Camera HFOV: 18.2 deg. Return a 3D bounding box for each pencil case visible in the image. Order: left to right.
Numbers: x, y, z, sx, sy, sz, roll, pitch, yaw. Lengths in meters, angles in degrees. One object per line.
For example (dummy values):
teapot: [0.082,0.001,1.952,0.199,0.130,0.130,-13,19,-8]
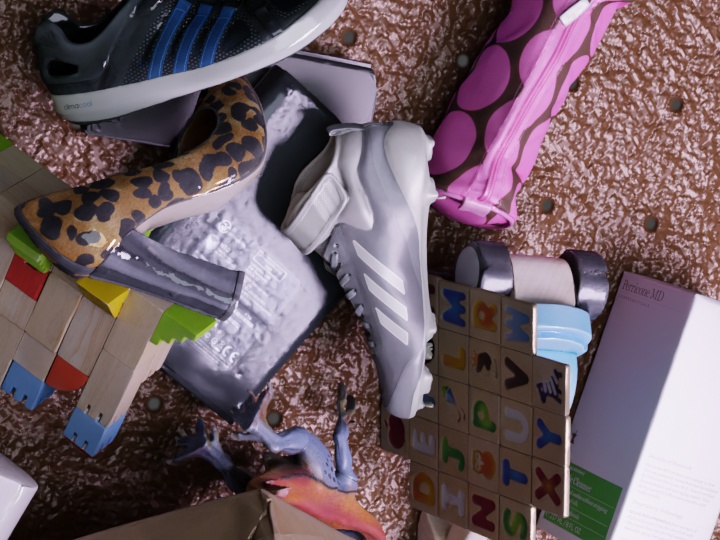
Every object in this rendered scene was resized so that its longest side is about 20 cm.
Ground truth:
pencil case: [0.110,-0.123,1.527,0.091,0.094,0.200,27,89,-25]

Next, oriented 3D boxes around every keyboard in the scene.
keyboard: [-0.088,-0.090,1.484,0.199,0.021,0.127,8,99,-23]

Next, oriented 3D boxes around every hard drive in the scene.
hard drive: [-0.070,-0.016,1.482,0.140,0.033,0.200,42,88,-27]

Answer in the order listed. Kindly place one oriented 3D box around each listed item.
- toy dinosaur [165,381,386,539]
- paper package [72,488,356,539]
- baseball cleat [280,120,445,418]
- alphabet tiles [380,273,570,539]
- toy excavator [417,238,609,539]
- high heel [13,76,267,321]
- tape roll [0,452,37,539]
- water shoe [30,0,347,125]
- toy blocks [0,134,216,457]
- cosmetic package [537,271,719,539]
toy dinosaur: [-0.042,0.158,1.484,0.105,0.200,0.181,-36,121,15]
paper package: [-0.102,0.220,1.399,0.190,0.200,0.104,-16,70,13]
baseball cleat: [0.000,0.000,1.470,0.106,0.070,0.201,-1,103,-8]
alphabet tiles: [0.073,0.092,1.492,0.006,0.200,0.167,-8,104,-34]
toy excavator: [0.089,0.099,1.546,0.100,0.194,0.201,6,69,-25]
high heel: [-0.132,-0.073,1.366,0.142,0.071,0.200,21,49,-22]
tape roll: [-0.311,0.135,1.330,0.202,0.203,0.139,32,85,-25]
water shoe: [-0.108,-0.153,1.383,0.199,0.072,0.079,-20,109,8]
toy blocks: [-0.194,0.023,1.404,0.200,0.100,0.137,35,124,10]
cosmetic package: [0.214,0.112,1.608,0.085,0.108,0.201,17,91,-24]
